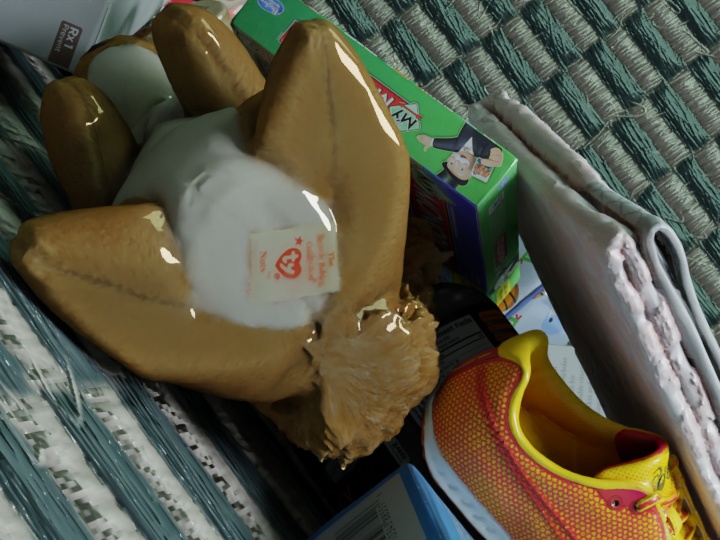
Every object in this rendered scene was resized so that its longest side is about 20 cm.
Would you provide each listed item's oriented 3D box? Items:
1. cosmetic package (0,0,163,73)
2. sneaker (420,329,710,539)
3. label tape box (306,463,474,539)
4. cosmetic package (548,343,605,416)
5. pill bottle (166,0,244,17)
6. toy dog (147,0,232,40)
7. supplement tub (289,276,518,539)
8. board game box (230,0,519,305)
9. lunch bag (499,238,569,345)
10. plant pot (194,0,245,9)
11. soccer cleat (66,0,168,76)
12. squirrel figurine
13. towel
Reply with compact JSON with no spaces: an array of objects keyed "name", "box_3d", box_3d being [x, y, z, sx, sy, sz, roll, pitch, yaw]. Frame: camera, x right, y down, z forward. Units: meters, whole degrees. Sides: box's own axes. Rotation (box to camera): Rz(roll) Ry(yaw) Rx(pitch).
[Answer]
[{"name":"cosmetic package","box_3d":[-0.135,-0.173,0.827,0.090,0.107,0.200,23,15,-1]},{"name":"sneaker","box_3d":[0.109,0.112,0.670,0.200,0.077,0.073,46,34,-8]},{"name":"label tape box","box_3d":[0.066,0.184,0.626,0.200,0.063,0.144,51,3,-15]},{"name":"cosmetic package","box_3d":[0.131,0.103,0.933,0.071,0.200,0.102,89,9,-54]},{"name":"pill bottle","box_3d":[-0.127,-0.170,1.169,0.200,0.112,0.112,51,4,-13]},{"name":"toy dog","box_3d":[-0.096,-0.064,0.868,0.200,0.096,0.132,-81,148,-79]},{"name":"supplement tub","box_3d":[0.047,0.093,0.793,0.200,0.122,0.123,53,4,18]},{"name":"board game box","box_3d":[0.014,-0.050,0.781,0.135,0.029,0.200,38,-8,14]},{"name":"lunch bag","box_3d":[0.067,0.011,1.166,0.076,0.200,0.160,42,11,-47]},{"name":"plant pot","box_3d":[-0.123,-0.255,0.997,0.179,0.200,0.200,33,1,9]},{"name":"soccer cleat","box_3d":[-0.092,-0.094,1.012,0.200,0.086,0.070,42,49,-41]},{"name":"squirrel figurine","box_3d":[-0.052,-0.016,0.693,0.200,0.142,0.187,48,-6,-28]},{"name":"towel","box_3d":[0.119,0.031,0.733,0.200,0.032,0.191,64,-3,-24]}]
